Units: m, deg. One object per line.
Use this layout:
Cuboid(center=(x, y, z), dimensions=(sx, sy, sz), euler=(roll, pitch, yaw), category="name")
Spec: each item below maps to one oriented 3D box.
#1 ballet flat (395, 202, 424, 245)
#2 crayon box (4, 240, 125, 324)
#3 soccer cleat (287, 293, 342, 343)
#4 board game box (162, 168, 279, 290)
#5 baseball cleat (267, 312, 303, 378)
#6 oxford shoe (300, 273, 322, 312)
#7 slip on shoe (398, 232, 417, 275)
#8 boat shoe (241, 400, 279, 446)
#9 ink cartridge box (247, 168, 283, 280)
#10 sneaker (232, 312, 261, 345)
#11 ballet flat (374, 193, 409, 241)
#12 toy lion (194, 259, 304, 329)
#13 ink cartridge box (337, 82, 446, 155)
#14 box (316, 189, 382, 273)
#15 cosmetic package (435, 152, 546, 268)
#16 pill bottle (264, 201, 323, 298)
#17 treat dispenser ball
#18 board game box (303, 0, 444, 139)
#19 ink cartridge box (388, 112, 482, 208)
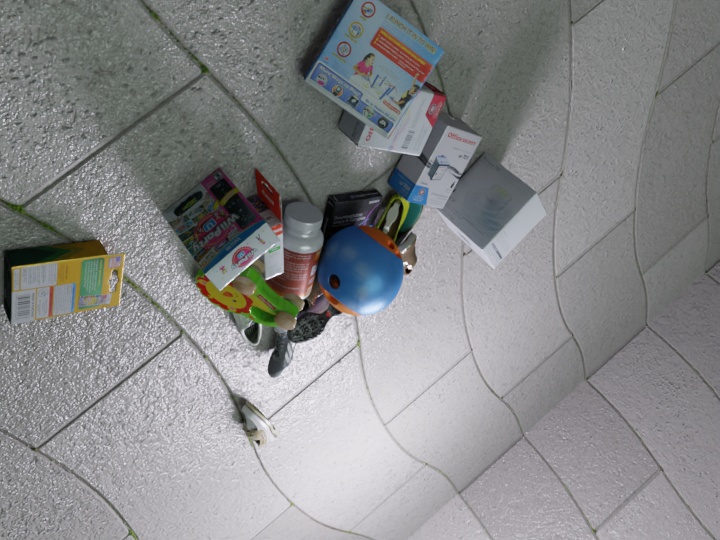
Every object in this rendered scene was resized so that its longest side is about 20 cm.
Cuboid(center=(0.090, -0.103, 1.825), dimensions=(0.201, 0.067, 0.062), euler=(-51, 171, 14), category="ballet flat")
Cuboid(center=(-0.537, 0.017, 1.321), dimensions=(0.197, 0.052, 0.128), euler=(-10, 131, -38), category="crayon box")
Cuboid(center=(-0.106, 0.107, 1.767), dimensions=(0.199, 0.073, 0.069), euler=(-38, 115, -26), category="soccer cleat")
Cuboid(center=(-0.263, -0.082, 1.366), dimensions=(0.147, 0.200, 0.065), euler=(-40, 144, -6), category="board game box")
Cuboid(center=(-0.194, 0.169, 1.801), dimensions=(0.106, 0.069, 0.202), euler=(26, 95, -46), category="baseball cleat")
Cuboid(center=(-0.122, 0.060, 1.746), dimensions=(0.198, 0.075, 0.071), euler=(-28, 139, -23), category="oxford shoe")
Cuboid(center=(0.117, -0.036, 1.828), dimensions=(0.076, 0.060, 0.200), euler=(-48, 175, -19), category="slip on shoe")
Cuboid(center=(-0.276, 0.417, 1.941), dimensions=(0.068, 0.075, 0.201), euler=(-41, 145, -13), category="boat shoe")
Cuboid(center=(-0.204, -0.093, 1.490), dimensions=(0.050, 0.109, 0.203), euler=(-23, 138, -26), category="ink cartridge box")
Cuboid(center=(-0.256, 0.088, 1.647), dimensions=(0.072, 0.071, 0.202), euler=(-30, 140, -19), category="sneaker")
Cuboid(center=(0.061, -0.093, 1.764), dimensions=(0.067, 0.066, 0.203), euler=(-41, 155, -80), category="ballet flat")
Cuboid(center=(-0.245, 0.053, 1.529), dimensions=(0.200, 0.189, 0.070), euler=(44, 52, -30), category="toy lion")
Cuboid(center=(0.068, -0.337, 1.543), dimensions=(0.197, 0.083, 0.148), euler=(0, 125, -44), category="ink cartridge box")
Cuboid(center=(-0.032, -0.092, 1.723), dimensions=(0.141, 0.036, 0.203), euler=(-13, 132, -36), category="box")
Cuboid(center=(0.335, -0.157, 1.879), dimensions=(0.200, 0.199, 0.123), euler=(-45, 144, 1), category="cosmetic package")
Cuboid(center=(-0.142, -0.042, 1.597), dimensions=(0.111, 0.112, 0.203), euler=(-12, 133, -36), category="pill bottle")
Cuboid(center=(0.000, 0.000, 1.644), dimensions=(0.198, 0.201, 0.203), euler=(-25, 140, -24), category="treat dispenser ball")
Cuboid(center=(0.024, -0.392, 1.383), dimensions=(0.198, 0.056, 0.197), euler=(32, 104, -15), category="board game box")
Cuboid(center=(0.176, -0.261, 1.722), dimensions=(0.145, 0.086, 0.202), euler=(4, 124, -46), category="ink cartridge box")
